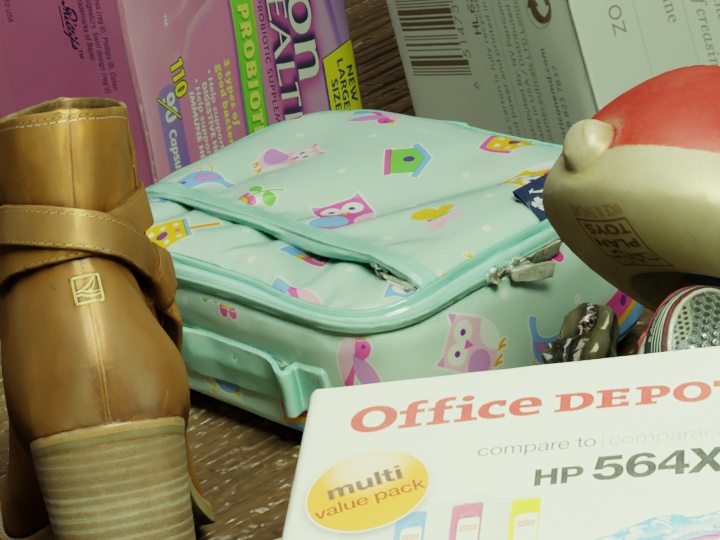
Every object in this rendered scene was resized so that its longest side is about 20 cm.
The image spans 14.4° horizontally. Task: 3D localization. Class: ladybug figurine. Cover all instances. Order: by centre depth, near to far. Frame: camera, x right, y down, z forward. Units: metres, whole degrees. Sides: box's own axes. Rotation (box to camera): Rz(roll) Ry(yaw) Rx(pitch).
[{"bbox_3d":[0.147,-0.012,0.951,0.200,0.072,0.136,27,-15,-34],"label":"ladybug figurine"}]

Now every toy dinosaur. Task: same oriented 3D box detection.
[{"bbox_3d":[0.104,0.060,0.954,0.088,0.048,0.200,-10,18,6],"label":"toy dinosaur"}]

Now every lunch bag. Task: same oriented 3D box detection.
[{"bbox_3d":[0.000,0.000,1.110,0.160,0.077,0.200,-26,26,-36],"label":"lunch bag"}]

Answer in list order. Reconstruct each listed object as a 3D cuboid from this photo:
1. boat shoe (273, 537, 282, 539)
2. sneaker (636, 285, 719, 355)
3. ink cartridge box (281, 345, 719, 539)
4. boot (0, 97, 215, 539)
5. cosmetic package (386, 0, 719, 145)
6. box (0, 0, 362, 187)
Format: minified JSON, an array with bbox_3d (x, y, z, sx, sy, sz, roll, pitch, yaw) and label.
[{"bbox_3d":[0.022,0.115,0.840,0.201,0.063,0.074,-13,57,27],"label":"boat shoe"},{"bbox_3d":[0.148,0.060,0.836,0.080,0.075,0.200,-18,38,-19],"label":"sneaker"},{"bbox_3d":[0.050,0.114,0.676,0.128,0.125,0.200,-6,35,11],"label":"ink cartridge box"},{"bbox_3d":[-0.098,0.020,0.958,0.076,0.156,0.200,-10,3,-4],"label":"boot"},{"bbox_3d":[0.130,-0.151,1.279,0.200,0.168,0.166,-21,12,-26],"label":"cosmetic package"},{"bbox_3d":[-0.094,-0.116,1.311,0.096,0.176,0.200,1,23,27],"label":"box"}]
